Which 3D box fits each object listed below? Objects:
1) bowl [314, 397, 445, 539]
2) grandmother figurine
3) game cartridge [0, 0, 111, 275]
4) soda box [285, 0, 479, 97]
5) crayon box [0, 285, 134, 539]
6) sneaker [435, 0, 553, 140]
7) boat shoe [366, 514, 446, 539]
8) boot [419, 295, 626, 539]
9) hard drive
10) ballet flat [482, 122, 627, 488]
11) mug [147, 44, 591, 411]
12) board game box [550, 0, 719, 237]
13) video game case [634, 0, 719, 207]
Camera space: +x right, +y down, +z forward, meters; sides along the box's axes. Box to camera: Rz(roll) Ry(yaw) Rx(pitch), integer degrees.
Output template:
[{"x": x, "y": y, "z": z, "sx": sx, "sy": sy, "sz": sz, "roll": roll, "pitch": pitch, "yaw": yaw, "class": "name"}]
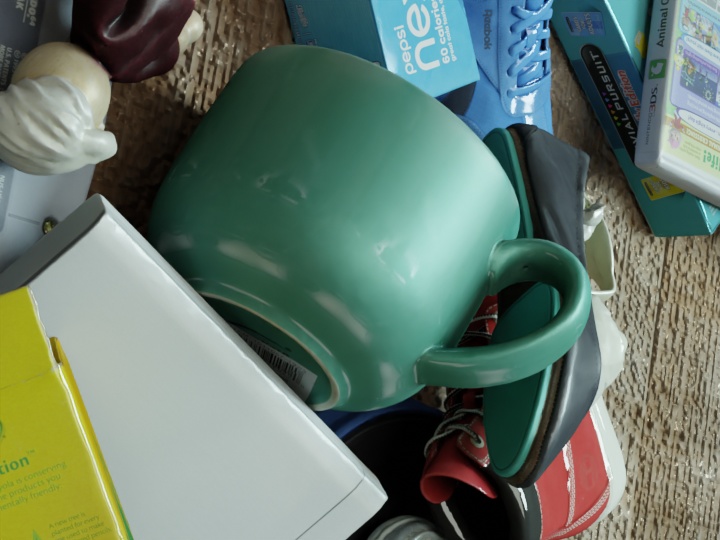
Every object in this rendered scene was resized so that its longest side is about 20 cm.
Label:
[{"x": 0.011, "y": 0.163, "z": 0.866, "sx": 0.199, "sy": 0.039, "sz": 0.203, "roll": 2, "pitch": 87, "yaw": -43, "class": "bowl"}, {"x": -0.086, "y": -0.122, "z": 0.708, "sx": 0.201, "sy": 0.060, "sz": 0.121, "roll": -55, "pitch": 159, "yaw": -16, "class": "grandmother figurine"}, {"x": -0.166, "y": -0.085, "z": 0.709, "sx": 0.133, "sy": 0.041, "sz": 0.202, "roll": 20, "pitch": 75, "yaw": -46, "class": "game cartridge"}, {"x": -0.004, "y": -0.182, "z": 0.849, "sx": 0.068, "sy": 0.064, "sz": 0.202, "roll": -24, "pitch": 105, "yaw": -41, "class": "soda box"}, {"x": -0.152, "y": 0.113, "z": 0.664, "sx": 0.126, "sy": 0.051, "sz": 0.202, "roll": -19, "pitch": 105, "yaw": -8, "class": "crayon box"}, {"x": 0.074, "y": -0.135, "z": 0.914, "sx": 0.066, "sy": 0.078, "sz": 0.202, "roll": -34, "pitch": 112, "yaw": -41, "class": "sneaker"}, {"x": 0.054, "y": 0.217, "z": 0.827, "sx": 0.074, "sy": 0.064, "sz": 0.204, "roll": -13, "pitch": 88, "yaw": -43, "class": "boat shoe"}, {"x": 0.059, "y": 0.046, "z": 0.856, "sx": 0.144, "sy": 0.072, "sz": 0.202, "roll": -12, "pitch": 80, "yaw": -58, "class": "boot"}, {"x": -0.095, "y": 0.078, "z": 0.730, "sx": 0.132, "sy": 0.027, "sz": 0.200, "roll": -40, "pitch": 121, "yaw": 3, "class": "hard drive"}, {"x": 0.096, "y": 0.015, "z": 0.821, "sx": 0.073, "sy": 0.073, "sz": 0.202, "roll": 32, "pitch": 44, "yaw": -38, "class": "ballet flat"}, {"x": -0.009, "y": -0.007, "z": 0.754, "sx": 0.152, "sy": 0.184, "sz": 0.115, "roll": 51, "pitch": 60, "yaw": -35, "class": "mug"}, {"x": 0.194, "y": -0.146, "z": 1.048, "sx": 0.151, "sy": 0.047, "sz": 0.201, "roll": -48, "pitch": 119, "yaw": -34, "class": "board game box"}, {"x": 0.243, "y": -0.124, "z": 1.047, "sx": 0.199, "sy": 0.022, "sz": 0.184, "roll": 19, "pitch": 75, "yaw": -43, "class": "video game case"}]
